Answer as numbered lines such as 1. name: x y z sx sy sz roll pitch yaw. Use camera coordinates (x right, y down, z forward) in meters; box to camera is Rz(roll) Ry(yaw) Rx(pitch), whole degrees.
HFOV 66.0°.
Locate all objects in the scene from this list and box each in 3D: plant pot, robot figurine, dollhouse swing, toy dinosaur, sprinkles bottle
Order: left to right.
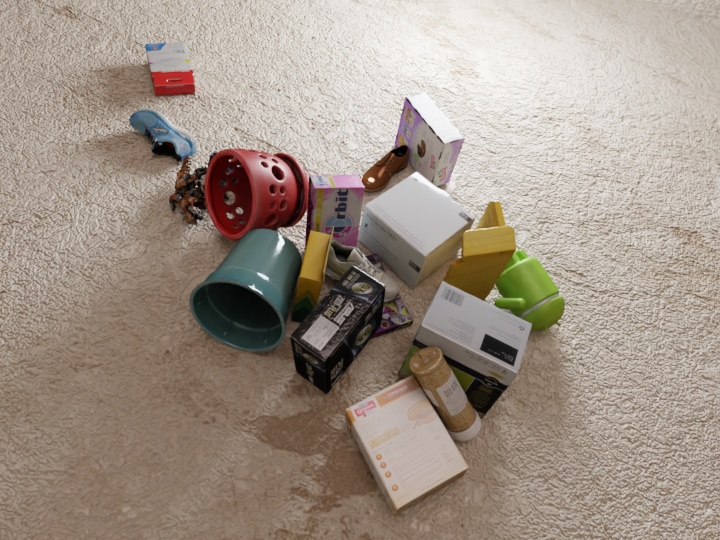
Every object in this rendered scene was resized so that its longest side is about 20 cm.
1. toy dinosaur: -0.403 -0.206 1.344 0.135 0.102 0.201 -19 80 -4
2. plant pot: -0.219 0.030 1.151 0.199 0.201 0.197 18 43 2
3. plant pot: -0.233 -0.177 1.280 0.182 0.201 0.201 -11 53 -48
4. sprinkles bottle: 0.166 0.239 1.066 0.068 0.201 0.068 -24 27 13
5. dollhouse swing: 0.247 -0.048 1.288 0.180 0.201 0.177 -8 56 -17
6. robot figurine: 0.393 0.051 1.290 0.175 0.116 0.201 -12 65 -44

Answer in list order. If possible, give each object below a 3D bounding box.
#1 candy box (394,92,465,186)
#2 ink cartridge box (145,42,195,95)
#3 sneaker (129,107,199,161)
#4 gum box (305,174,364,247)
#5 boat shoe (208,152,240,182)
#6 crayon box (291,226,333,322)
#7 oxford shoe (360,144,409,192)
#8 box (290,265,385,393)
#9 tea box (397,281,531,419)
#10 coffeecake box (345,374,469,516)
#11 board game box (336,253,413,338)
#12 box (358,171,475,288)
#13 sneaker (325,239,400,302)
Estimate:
1. candy box: 0.185 -0.356 1.527 0.071 0.168 0.201 -20 60 -22
2. ink cartridge box: -0.545 -0.571 1.598 0.115 0.067 0.201 -10 56 -18
3. sneaker: -0.521 -0.348 1.432 0.199 0.079 0.090 28 56 10
4. gum box: -0.064 -0.118 1.283 0.113 0.201 0.066 -4 37 -16
5. boat shoe: -0.292 -0.246 1.407 0.198 0.069 0.085 10 52 -5
6. crayon box: -0.102 0.008 1.172 0.050 0.201 0.128 13 52 -5
7. oxford shoe: 0.065 -0.284 1.511 0.071 0.071 0.200 35 56 13
8. box: -0.042 0.119 1.110 0.086 0.164 0.200 32 60 17
9. tea box: 0.206 0.164 1.122 0.199 0.197 0.134 27 49 7
10. coffeecake box: 0.082 0.324 1.044 0.153 0.073 0.201 -23 61 -15
11. board game box: 0.026 0.056 1.275 0.119 0.032 0.201 -18 59 -19
12. box: 0.133 -0.102 1.350 0.199 0.131 0.200 42 56 20
13. sneaker: 0.000 0.000 1.237 0.199 0.092 0.076 24 54 7
